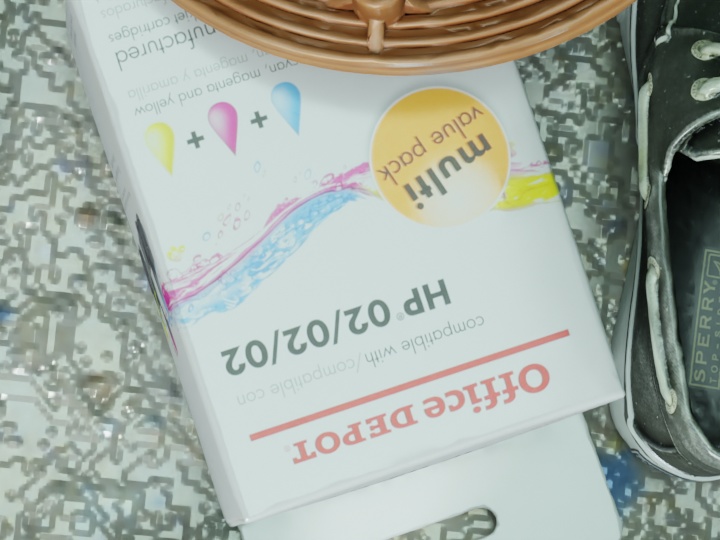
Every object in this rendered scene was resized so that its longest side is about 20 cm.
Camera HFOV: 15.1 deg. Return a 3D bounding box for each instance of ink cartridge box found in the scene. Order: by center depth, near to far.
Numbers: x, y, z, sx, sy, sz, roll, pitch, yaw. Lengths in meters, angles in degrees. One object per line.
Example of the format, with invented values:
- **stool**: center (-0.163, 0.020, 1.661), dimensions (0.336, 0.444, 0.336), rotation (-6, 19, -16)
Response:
- **ink cartridge box**: center (0.000, 0.000, 0.775), dimensions (0.115, 0.068, 0.200), rotation (-18, 87, -8)

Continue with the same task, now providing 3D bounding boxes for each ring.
- **ring**: center (0.013, -0.149, 0.744), dimensions (0.200, 0.019, 0.201), rotation (-1, 71, 4)

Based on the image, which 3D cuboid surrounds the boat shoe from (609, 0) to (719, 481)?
- **boat shoe**: center (0.113, -0.039, 0.796), dimensions (0.071, 0.064, 0.201), rotation (4, 84, -7)
